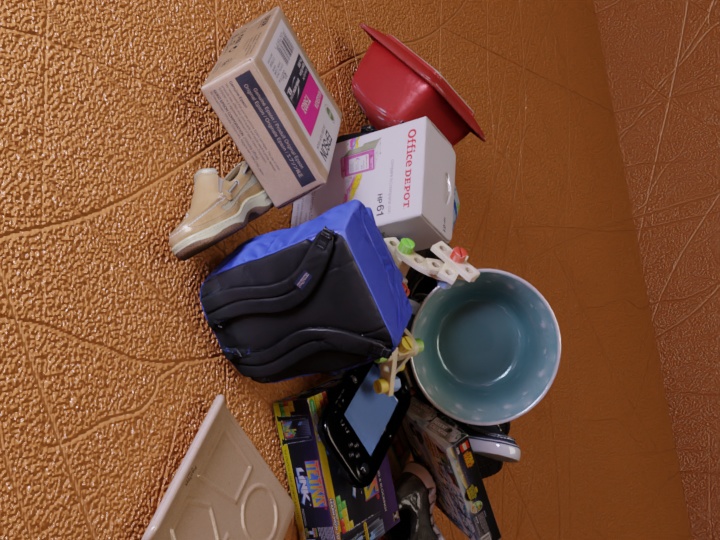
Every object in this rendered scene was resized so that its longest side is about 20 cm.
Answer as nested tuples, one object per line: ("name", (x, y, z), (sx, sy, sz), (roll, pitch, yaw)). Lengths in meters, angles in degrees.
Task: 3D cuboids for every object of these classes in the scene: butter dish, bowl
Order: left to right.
("butter dish", (0.061, -0.240, 1.398), (0.200, 0.148, 0.199), (47, 9, 36))
("bowl", (0.161, 0.100, 1.251), (0.105, 0.198, 0.204), (39, 40, -89))

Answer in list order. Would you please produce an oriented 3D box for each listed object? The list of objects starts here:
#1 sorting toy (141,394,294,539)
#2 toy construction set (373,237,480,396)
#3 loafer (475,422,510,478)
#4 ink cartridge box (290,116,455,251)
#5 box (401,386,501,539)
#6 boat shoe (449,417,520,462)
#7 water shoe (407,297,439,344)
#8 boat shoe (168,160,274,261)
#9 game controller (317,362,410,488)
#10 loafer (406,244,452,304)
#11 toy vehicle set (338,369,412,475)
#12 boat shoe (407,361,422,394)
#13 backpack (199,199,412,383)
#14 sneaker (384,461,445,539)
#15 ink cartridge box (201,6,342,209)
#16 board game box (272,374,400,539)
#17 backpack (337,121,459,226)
("sorting toy", (-0.143, 0.260, 0.950), (0.202, 0.036, 0.186), (66, 31, -32))
("toy construction set", (0.049, 0.038, 1.112), (0.091, 0.201, 0.132), (7, 36, -46))
("loafer", (0.190, 0.259, 1.488), (0.202, 0.072, 0.071), (89, -18, -48))
("ink cartridge box", (0.016, -0.095, 1.187), (0.085, 0.197, 0.147), (40, 47, -49))
("box", (0.118, 0.270, 1.265), (0.040, 0.137, 0.202), (-31, 124, -17))
("boat shoe", (0.159, 0.205, 1.290), (0.070, 0.200, 0.092), (21, 81, -25))
("water shoe", (0.089, 0.098, 1.333), (0.199, 0.071, 0.080), (24, 70, -39))
("boat shoe", (-0.160, -0.073, 1.008), (0.077, 0.071, 0.200), (63, 21, -10))
("game controller", (0.008, 0.169, 1.131), (0.105, 0.042, 0.200), (66, 29, -20))
("loafer", (0.085, 0.014, 1.324), (0.072, 0.063, 0.201), (-41, 159, -29))
("toy vehicle set", (0.029, 0.168, 1.299), (0.202, 0.026, 0.125), (66, 31, -23))
("boat shoe", (0.111, 0.179, 1.406), (0.066, 0.069, 0.203), (-14, 92, -54))
("backpack", (-0.058, 0.029, 1.014), (0.164, 0.198, 0.168), (65, 22, -13))
("sneaker", (0.071, 0.368, 1.270), (0.090, 0.066, 0.203), (-30, 116, -43))
("ink cartridge box", (-0.097, -0.197, 1.097), (0.166, 0.074, 0.201), (57, 21, -26))
("board game box", (-0.025, 0.240, 1.144), (0.165, 0.056, 0.203), (-14, 92, -61))
("backpack", (0.064, -0.105, 1.349), (0.200, 0.161, 0.156), (38, 56, -59))
